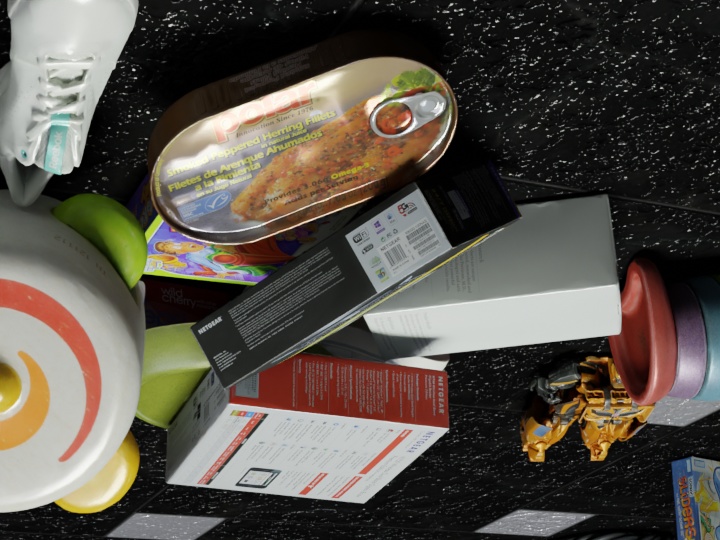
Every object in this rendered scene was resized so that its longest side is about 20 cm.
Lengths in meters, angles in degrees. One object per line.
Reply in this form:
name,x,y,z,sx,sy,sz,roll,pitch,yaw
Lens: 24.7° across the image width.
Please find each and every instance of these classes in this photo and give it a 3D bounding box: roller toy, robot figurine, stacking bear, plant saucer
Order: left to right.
roller toy,-0.229,0.054,1.049,0.180,0.202,0.140,2,-161,-7
plant saucer,-0.115,0.095,1.340,0.197,0.031,0.201,-1,154,0
robot figurine,0.233,0.138,1.643,0.143,0.059,0.200,0,158,-11
stacking bear,0.324,0.050,1.397,0.197,0.115,0.122,-5,158,-10

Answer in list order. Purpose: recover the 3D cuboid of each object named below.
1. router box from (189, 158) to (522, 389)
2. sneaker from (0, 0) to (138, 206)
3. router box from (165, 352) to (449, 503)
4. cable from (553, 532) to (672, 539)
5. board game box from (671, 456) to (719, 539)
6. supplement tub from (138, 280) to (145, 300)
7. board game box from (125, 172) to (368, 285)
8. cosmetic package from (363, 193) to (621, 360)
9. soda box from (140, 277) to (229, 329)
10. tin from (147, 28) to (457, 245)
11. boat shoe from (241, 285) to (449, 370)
router box,0.000,0.000,1.144,0.199,0.053,0.157,-32,176,23
sneaker,-0.175,-0.104,0.961,0.074,0.089,0.200,5,155,-18
router box,-0.047,0.128,1.315,0.177,0.049,0.200,8,153,-18
cable,0.345,0.406,2.315,0.198,0.051,0.163,6,155,-20
board game box,0.458,0.304,1.978,0.198,0.137,0.034,13,157,-36
supplement tub,-0.267,0.040,1.183,0.198,0.133,0.132,18,153,-13
board game box,-0.081,-0.050,1.161,0.133,0.045,0.200,6,156,-22
cosmetic package,0.103,0.007,1.285,0.197,0.082,0.113,-7,158,5
soda box,-0.205,0.043,1.338,0.198,0.064,0.070,11,152,-33
tin,-0.038,-0.084,1.026,0.198,0.042,0.112,-20,141,3
boat shoe,-0.019,0.065,1.381,0.198,0.072,0.069,12,121,-33
